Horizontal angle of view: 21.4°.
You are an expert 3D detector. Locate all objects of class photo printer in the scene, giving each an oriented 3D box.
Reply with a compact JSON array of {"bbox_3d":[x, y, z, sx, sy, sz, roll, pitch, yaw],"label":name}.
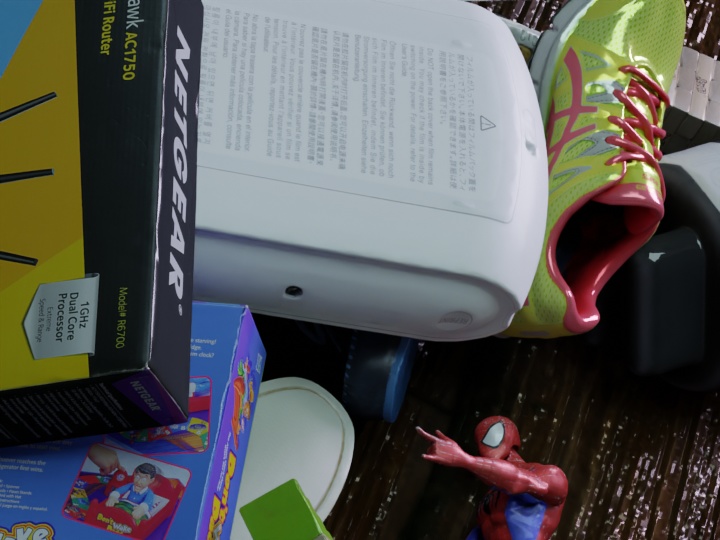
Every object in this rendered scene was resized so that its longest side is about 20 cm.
[{"bbox_3d":[-0.013,-0.055,0.846,0.199,0.070,0.167,9,56,-13],"label":"photo printer"}]

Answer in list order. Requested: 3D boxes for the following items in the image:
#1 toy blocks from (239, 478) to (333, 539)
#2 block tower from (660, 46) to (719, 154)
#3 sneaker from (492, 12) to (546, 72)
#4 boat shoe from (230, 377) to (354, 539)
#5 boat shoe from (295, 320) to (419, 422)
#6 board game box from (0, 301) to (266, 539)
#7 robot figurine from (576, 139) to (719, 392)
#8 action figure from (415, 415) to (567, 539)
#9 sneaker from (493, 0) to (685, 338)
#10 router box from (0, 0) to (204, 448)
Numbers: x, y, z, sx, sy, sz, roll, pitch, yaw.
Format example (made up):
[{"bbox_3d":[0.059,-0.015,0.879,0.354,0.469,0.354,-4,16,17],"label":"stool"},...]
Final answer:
[{"bbox_3d":[0.013,0.194,0.753,0.100,0.137,0.201,-30,67,1],"label":"toy blocks"},{"bbox_3d":[0.242,-0.063,1.091,0.199,0.058,0.054,23,50,-5],"label":"block tower"},{"bbox_3d":[0.000,-0.110,0.960,0.199,0.076,0.088,-1,29,-2],"label":"sneaker"},{"bbox_3d":[-0.072,0.125,0.808,0.075,0.062,0.200,35,52,1],"label":"boat shoe"},{"bbox_3d":[0.000,0.000,0.933,0.068,0.085,0.200,12,34,-2],"label":"boat shoe"},{"bbox_3d":[-0.147,0.075,0.752,0.199,0.045,0.135,4,62,11],"label":"board game box"},{"bbox_3d":[0.204,-0.007,0.986,0.199,0.125,0.151,-16,65,-27],"label":"robot figurine"},{"bbox_3d":[0.055,0.149,0.842,0.098,0.065,0.201,16,50,-28],"label":"action figure"},{"bbox_3d":[0.118,-0.051,0.907,0.078,0.090,0.201,32,79,-39],"label":"sneaker"},{"bbox_3d":[-0.140,-0.029,0.745,0.148,0.051,0.201,-8,58,11],"label":"router box"}]
